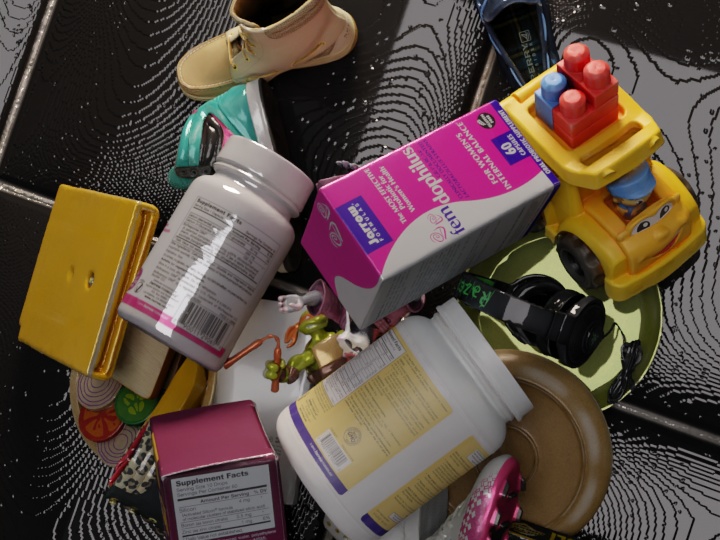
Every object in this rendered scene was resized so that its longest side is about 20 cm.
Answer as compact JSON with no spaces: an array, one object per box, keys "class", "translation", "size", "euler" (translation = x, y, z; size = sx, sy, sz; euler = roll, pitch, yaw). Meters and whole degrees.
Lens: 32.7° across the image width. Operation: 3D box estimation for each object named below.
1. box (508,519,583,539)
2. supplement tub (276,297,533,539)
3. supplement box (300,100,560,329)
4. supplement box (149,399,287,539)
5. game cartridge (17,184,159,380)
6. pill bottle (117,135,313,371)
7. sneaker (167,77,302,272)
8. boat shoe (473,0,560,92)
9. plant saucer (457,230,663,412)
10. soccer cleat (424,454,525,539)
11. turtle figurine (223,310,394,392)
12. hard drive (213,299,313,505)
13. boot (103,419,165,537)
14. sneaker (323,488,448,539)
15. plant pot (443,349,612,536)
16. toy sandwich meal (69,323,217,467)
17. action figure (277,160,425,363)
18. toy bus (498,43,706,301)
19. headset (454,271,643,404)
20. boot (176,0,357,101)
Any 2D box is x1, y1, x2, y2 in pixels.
[{"class":"box","translation":[0.198,0.334,1.139],"size":[0.199,0.049,0.161],"euler":[17,100,14]},{"class":"supplement tub","translation":[0.040,0.132,1.101],"size":[0.199,0.145,0.146],"euler":[-36,77,2]},{"class":"supplement box","translation":[0.060,-0.050,1.080],"size":[0.199,0.104,0.101],"euler":[-29,73,-23]},{"class":"supplement box","translation":[-0.123,0.238,1.099],"size":[0.102,0.131,0.202],"euler":[-8,107,-11]},{"class":"game cartridge","translation":[-0.283,0.007,1.256],"size":[0.199,0.032,0.178],"euler":[14,87,55]},{"class":"pill bottle","translation":[-0.132,-0.017,1.155],"size":[0.113,0.113,0.201],"euler":[28,81,14]},{"class":"sneaker","translation":[-0.134,-0.087,1.260],"size":[0.120,0.084,0.202],"euler":[-13,82,12]},{"class":"boat shoe","translation":[0.158,-0.259,1.217],"size":[0.084,0.069,0.201],"euler":[-26,79,9]},{"class":"plant saucer","translation":[0.193,0.044,1.196],"size":[0.198,0.031,0.202],"euler":[-1,84,14]},{"class":"soccer cleat","translation":[0.086,0.253,1.106],"size":[0.086,0.070,0.202],"euler":[20,103,28]},{"class":"turtle figurine","translation":[-0.030,0.104,1.212],"size":[0.199,0.064,0.162],"euler":[-25,85,-29]},{"class":"hard drive","translation":[-0.115,0.129,1.262],"size":[0.131,0.027,0.202],"euler":[7,86,14]},{"class":"boot","translation":[-0.188,0.254,1.203],"size":[0.153,0.074,0.204],"euler":[29,103,-15]},{"class":"sneaker","translation":[0.018,0.282,1.201],"size":[0.115,0.073,0.202],"euler":[11,97,34]},{"class":"plant pot","translation":[0.140,0.177,1.176],"size":[0.198,0.027,0.202],"euler":[2,97,16]},{"class":"toy sandwich meal","translation":[-0.230,0.102,1.250],"size":[0.204,0.070,0.207],"euler":[-6,76,25]},{"class":"action figure","translation":[0.000,0.000,1.186],"size":[0.133,0.149,0.202],"euler":[5,89,8]},{"class":"toy bus","translation":[0.215,-0.103,1.103],"size":[0.135,0.192,0.200],"euler":[-33,59,-12]},{"class":"headset","translation":[0.173,0.058,1.113],"size":[0.199,0.123,0.095],"euler":[17,96,-24]},{"class":"boot","translation":[-0.113,-0.235,1.233],"size":[0.198,0.155,0.073],"euler":[-13,81,11]}]
